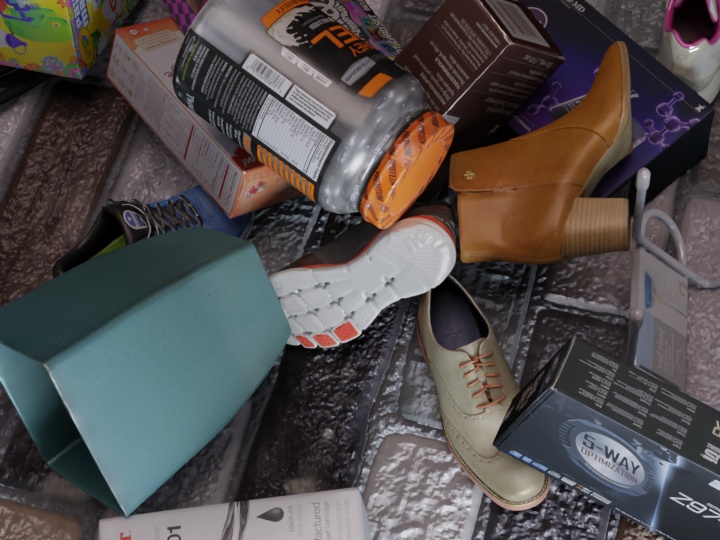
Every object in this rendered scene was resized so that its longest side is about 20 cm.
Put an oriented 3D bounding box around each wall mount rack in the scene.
[{"bbox_3d":[0.237,0.021,1.108,0.074,0.173,0.201,-20,52,42],"label":"wall mount rack"}]

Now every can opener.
[{"bbox_3d":[-0.376,-0.160,1.334,0.199,0.064,0.079,-29,62,-9],"label":"can opener"}]

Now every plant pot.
[{"bbox_3d":[-0.164,0.059,1.125,0.200,0.142,0.141,-36,29,-25],"label":"plant pot"}]

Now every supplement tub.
[{"bbox_3d":[-0.034,-0.127,1.107,0.200,0.123,0.123,36,71,12],"label":"supplement tub"}]

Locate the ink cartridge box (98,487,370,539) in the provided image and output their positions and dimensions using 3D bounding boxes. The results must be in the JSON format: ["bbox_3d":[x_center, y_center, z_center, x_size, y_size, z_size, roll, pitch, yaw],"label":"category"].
[{"bbox_3d":[-0.088,0.251,1.064,0.198,0.086,0.147,-7,61,2],"label":"ink cartridge box"}]

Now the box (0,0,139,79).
[{"bbox_3d":[-0.277,-0.316,1.303,0.121,0.201,0.193,12,45,13],"label":"box"}]

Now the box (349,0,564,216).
[{"bbox_3d":[0.061,-0.133,1.188,0.200,0.100,0.075,-45,66,26],"label":"box"}]

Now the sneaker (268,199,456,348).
[{"bbox_3d":[0.000,0.000,1.184,0.199,0.077,0.082,-21,23,28],"label":"sneaker"}]

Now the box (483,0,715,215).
[{"bbox_3d":[0.183,-0.140,1.250,0.141,0.079,0.200,-37,64,-16],"label":"box"}]

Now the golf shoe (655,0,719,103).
[{"bbox_3d":[0.308,-0.240,1.281,0.075,0.092,0.201,11,62,14],"label":"golf shoe"}]

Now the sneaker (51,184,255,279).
[{"bbox_3d":[-0.173,-0.024,1.219,0.200,0.089,0.079,-36,64,-19],"label":"sneaker"}]

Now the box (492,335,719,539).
[{"bbox_3d":[0.207,0.133,1.022,0.199,0.160,0.044,28,67,1],"label":"box"}]

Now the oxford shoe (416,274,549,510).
[{"bbox_3d":[0.089,0.092,1.134,0.070,0.074,0.201,-23,61,-6],"label":"oxford shoe"}]

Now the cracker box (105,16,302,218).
[{"bbox_3d":[-0.112,-0.145,1.268,0.133,0.058,0.200,-21,58,-38],"label":"cracker box"}]

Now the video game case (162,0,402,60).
[{"bbox_3d":[-0.055,-0.198,1.280,0.180,0.036,0.200,-10,50,-31],"label":"video game case"}]

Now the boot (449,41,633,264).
[{"bbox_3d":[0.144,-0.097,1.152,0.143,0.071,0.202,0,61,13],"label":"boot"}]
